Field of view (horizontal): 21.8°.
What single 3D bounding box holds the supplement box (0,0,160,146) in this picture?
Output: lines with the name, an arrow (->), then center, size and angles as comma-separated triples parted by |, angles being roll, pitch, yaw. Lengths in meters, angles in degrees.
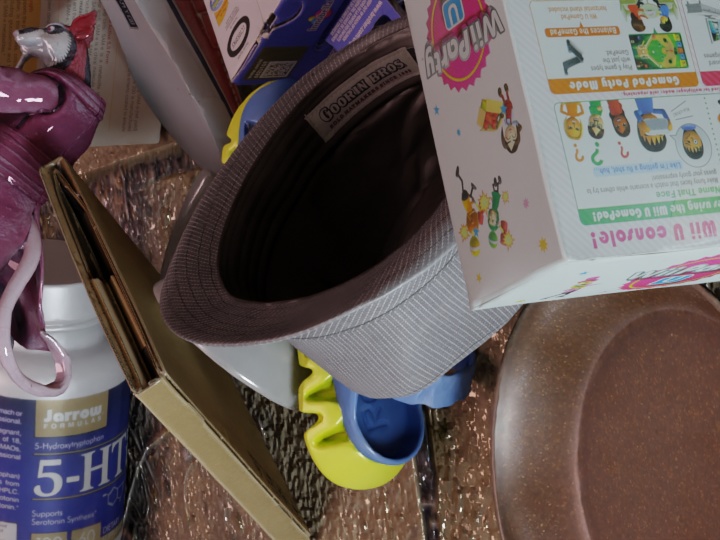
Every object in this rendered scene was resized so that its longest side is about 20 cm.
supplement box -> -0.218, -0.141, 1.122 | 0.074, 0.199, 0.126 | 44, 132, 51

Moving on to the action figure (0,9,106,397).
action figure -> -0.193, -0.056, 1.024 | 0.149, 0.134, 0.200 | 30, 85, 28

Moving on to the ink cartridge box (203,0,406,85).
ink cartridge box -> -0.029, -0.183, 0.911 | 0.136, 0.076, 0.201 | -50, 52, 53

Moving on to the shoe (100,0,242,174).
shoe -> -0.091, -0.154, 1.035 | 0.071, 0.091, 0.200 | 17, 140, 55

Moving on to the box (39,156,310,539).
box -> -0.099, 0.049, 1.012 | 0.164, 0.021, 0.200 | 59, -178, 37

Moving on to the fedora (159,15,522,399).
fedora -> 0.016, -0.017, 0.791 | 0.176, 0.090, 0.200 | -11, 42, 37

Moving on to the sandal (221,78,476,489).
sandal -> 0.000, 0.000, 0.892 | 0.087, 0.079, 0.201 | -22, 90, 44

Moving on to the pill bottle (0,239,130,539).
pill bottle -> -0.212, 0.088, 1.237 | 0.120, 0.119, 0.201 | 34, 125, 53

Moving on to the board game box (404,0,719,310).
board game box -> 0.090, -0.096, 0.649 | 0.064, 0.147, 0.201 | -30, 69, 57

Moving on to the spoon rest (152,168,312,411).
spoon rest -> -0.071, 0.015, 0.979 | 0.061, 0.099, 0.200 | -50, 24, 14

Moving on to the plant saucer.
plant saucer -> 0.121, 0.090, 0.742 | 0.200, 0.037, 0.201 | 17, 110, 57
